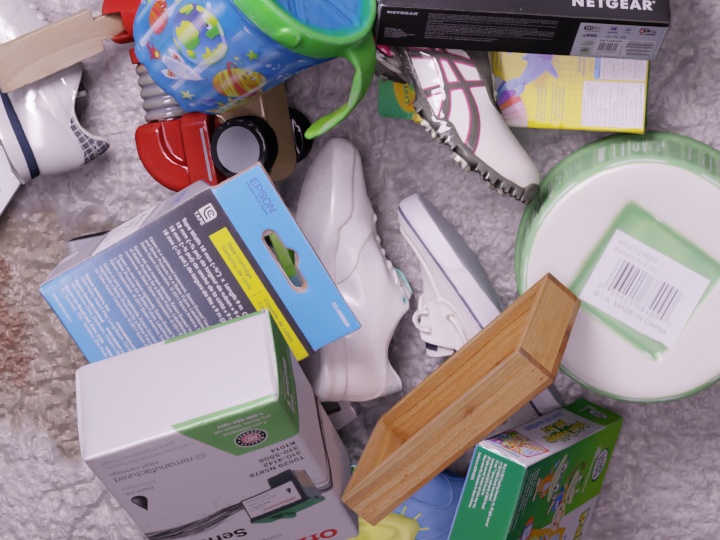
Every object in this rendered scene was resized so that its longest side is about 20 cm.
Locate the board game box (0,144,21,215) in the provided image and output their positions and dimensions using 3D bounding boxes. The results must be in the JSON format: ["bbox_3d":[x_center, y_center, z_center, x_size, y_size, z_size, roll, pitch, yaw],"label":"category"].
[{"bbox_3d":[-0.396,-0.064,1.324,0.200,0.026,0.200,36,104,2],"label":"board game box"}]

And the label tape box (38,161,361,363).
[{"bbox_3d":[-0.113,0.017,1.195,0.199,0.063,0.145,-28,104,18],"label":"label tape box"}]

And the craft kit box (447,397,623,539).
[{"bbox_3d":[0.114,0.206,1.186,0.048,0.197,0.201,21,105,22],"label":"craft kit box"}]

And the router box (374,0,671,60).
[{"bbox_3d":[0.111,-0.230,1.130,0.199,0.052,0.158,2,65,-3],"label":"router box"}]

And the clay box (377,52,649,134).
[{"bbox_3d":[0.115,-0.164,1.202,0.199,0.048,0.116,4,100,11],"label":"clay box"}]

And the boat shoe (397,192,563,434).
[{"bbox_3d":[0.074,0.038,1.236,0.070,0.071,0.200,-32,99,11],"label":"boat shoe"}]

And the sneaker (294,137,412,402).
[{"bbox_3d":[0.000,0.000,1.248,0.088,0.075,0.201,2,87,-21],"label":"sneaker"}]

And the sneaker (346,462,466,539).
[{"bbox_3d":[0.004,0.175,1.277,0.199,0.076,0.106,15,86,5],"label":"sneaker"}]

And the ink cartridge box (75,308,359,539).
[{"bbox_3d":[-0.097,0.133,1.167,0.145,0.085,0.200,-18,140,7],"label":"ink cartridge box"}]

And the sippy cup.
[{"bbox_3d":[-0.080,-0.175,1.088,0.130,0.139,0.179,-35,66,37],"label":"sippy cup"}]

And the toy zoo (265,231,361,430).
[{"bbox_3d":[-0.085,0.074,1.293,0.131,0.020,0.201,-21,95,13],"label":"toy zoo"}]

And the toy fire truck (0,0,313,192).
[{"bbox_3d":[-0.158,-0.141,1.227,0.199,0.129,0.177,-6,99,22],"label":"toy fire truck"}]

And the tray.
[{"bbox_3d":[0.071,0.094,1.149,0.037,0.099,0.200,39,126,-8],"label":"tray"}]

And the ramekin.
[{"bbox_3d":[0.208,0.001,1.186,0.199,0.098,0.201,2,100,10],"label":"ramekin"}]

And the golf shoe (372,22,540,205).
[{"bbox_3d":[0.070,-0.136,1.154,0.088,0.077,0.200,-41,89,5],"label":"golf shoe"}]

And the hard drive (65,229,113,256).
[{"bbox_3d":[-0.141,0.061,1.273,0.139,0.033,0.201,-10,98,12],"label":"hard drive"}]

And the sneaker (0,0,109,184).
[{"bbox_3d":[-0.263,-0.171,1.267,0.080,0.076,0.201,-19,93,-9],"label":"sneaker"}]
